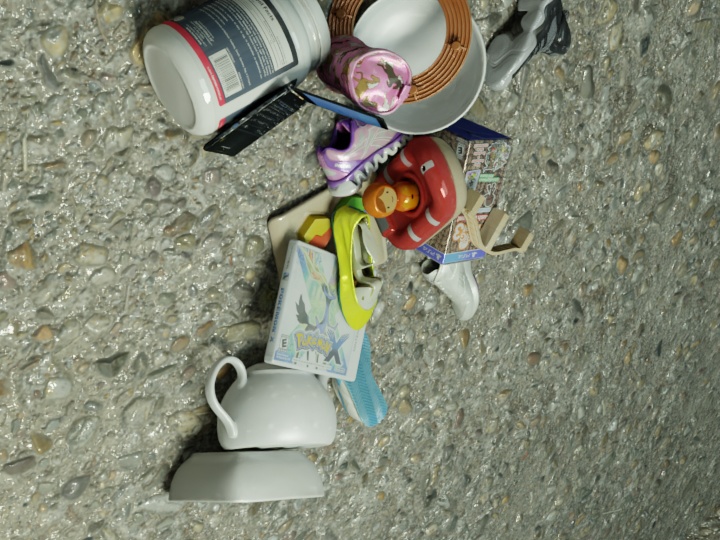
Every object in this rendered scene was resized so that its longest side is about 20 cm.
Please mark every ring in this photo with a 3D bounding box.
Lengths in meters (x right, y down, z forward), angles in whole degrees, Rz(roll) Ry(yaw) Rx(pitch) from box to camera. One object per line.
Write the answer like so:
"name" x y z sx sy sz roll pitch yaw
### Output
"ring" 0.053 -0.330 1.286 0.019 0.199 0.201 -56 166 -75

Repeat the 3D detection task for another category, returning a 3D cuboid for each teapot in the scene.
"teapot" -0.133 0.200 1.441 0.196 0.200 0.147 -2 78 -5

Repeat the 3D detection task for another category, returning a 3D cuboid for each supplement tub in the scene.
"supplement tub" -0.151 -0.267 1.149 0.200 0.140 0.141 -34 133 -24

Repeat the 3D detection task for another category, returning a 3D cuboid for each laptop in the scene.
"laptop" -0.076 -0.170 1.197 0.200 0.104 0.177 -35 -179 5

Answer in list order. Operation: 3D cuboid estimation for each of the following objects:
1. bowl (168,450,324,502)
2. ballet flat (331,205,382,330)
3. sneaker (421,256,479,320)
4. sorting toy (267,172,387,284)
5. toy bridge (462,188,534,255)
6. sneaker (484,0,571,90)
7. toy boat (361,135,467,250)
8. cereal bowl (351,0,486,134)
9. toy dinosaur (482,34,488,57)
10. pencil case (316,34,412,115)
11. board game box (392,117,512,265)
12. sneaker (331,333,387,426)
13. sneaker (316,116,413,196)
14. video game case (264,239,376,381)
"bowl" -0.176 0.319 1.457 0.199 0.199 0.075 11 74 -43
"ballet flat" 0.000 0.000 1.419 0.067 0.067 0.201 -26 115 -47
"sneaker" 0.154 0.009 1.661 0.099 0.075 0.201 -23 125 -14
"sorting toy" -0.042 -0.042 1.461 0.199 0.036 0.186 -30 131 -27
"toy bridge" 0.202 -0.062 1.444 0.200 0.027 0.067 26 94 -51
"sneaker" 0.283 -0.366 1.537 0.114 0.075 0.201 32 86 -46
"toy boat" 0.061 -0.110 1.369 0.130 0.131 0.200 -14 163 -34
"cereal bowl" 0.082 -0.299 1.341 0.083 0.199 0.201 -60 169 -74
"toy dinosaur" 0.130 -0.315 1.426 0.199 0.077 0.102 -4 150 -27
"pencil case" 0.001 -0.252 1.197 0.086 0.200 0.083 -16 111 -8
"board game box" 0.130 -0.135 1.474 0.096 0.159 0.201 -9 119 -39
"sneaker" -0.021 0.166 1.579 0.076 0.081 0.201 -24 109 -29
"sneaker" 0.010 -0.203 1.391 0.200 0.080 0.089 -46 118 -17
"video game case" -0.056 0.066 1.427 0.200 0.022 0.183 20 78 -50
